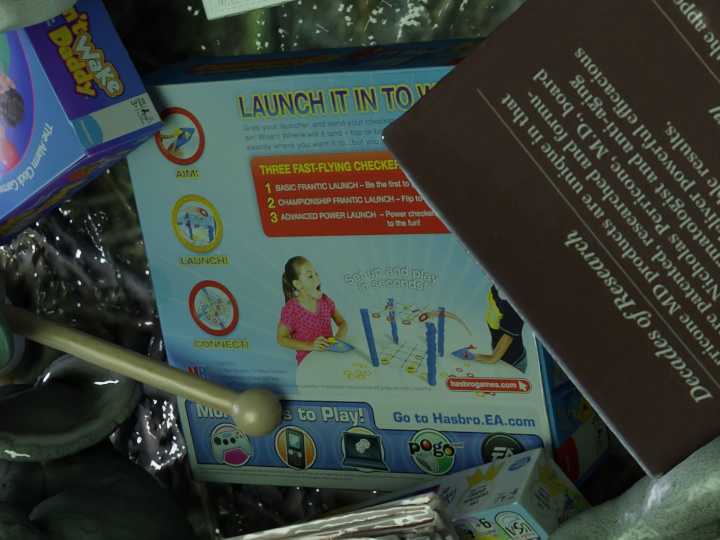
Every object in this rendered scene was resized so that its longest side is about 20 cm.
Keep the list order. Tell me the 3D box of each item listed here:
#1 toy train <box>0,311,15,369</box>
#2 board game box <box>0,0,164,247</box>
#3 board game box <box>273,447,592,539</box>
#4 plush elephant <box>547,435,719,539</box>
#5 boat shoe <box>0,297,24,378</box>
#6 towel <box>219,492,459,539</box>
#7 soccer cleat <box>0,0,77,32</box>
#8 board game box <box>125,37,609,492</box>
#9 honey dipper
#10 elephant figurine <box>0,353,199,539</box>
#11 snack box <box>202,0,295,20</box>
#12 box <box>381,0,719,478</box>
[{"bbox_3d":[-0.238,-0.002,0.955,0.114,0.085,0.200,-9,115,44],"label":"toy train"},{"bbox_3d":[-0.185,-0.086,1.003,0.200,0.045,0.134,-28,88,51],"label":"board game box"},{"bbox_3d":[0.042,0.159,0.971,0.200,0.034,0.134,-23,117,41],"label":"board game box"},{"bbox_3d":[0.199,0.121,0.816,0.165,0.155,0.200,29,114,-25],"label":"plush elephant"},{"bbox_3d":[-0.271,0.033,1.125,0.200,0.069,0.072,10,113,27],"label":"boat shoe"},{"bbox_3d":[-0.025,0.195,0.946,0.191,0.032,0.200,-14,124,12],"label":"towel"},{"bbox_3d":[-0.205,-0.124,0.889,0.200,0.086,0.070,-6,101,31],"label":"soccer cleat"},{"bbox_3d":[0.000,0.000,0.959,0.200,0.056,0.196,0,108,31],"label":"board game box"},{"bbox_3d":[-0.127,0.034,0.989,0.200,0.038,0.038,18,117,16],"label":"honey dipper"},{"bbox_3d":[-0.151,0.101,1.020,0.155,0.200,0.142,23,122,-27],"label":"elephant figurine"},{"bbox_3d":[0.017,-0.180,0.865,0.200,0.037,0.116,-10,104,19],"label":"snack box"},{"bbox_3d":[0.153,-0.064,0.776,0.164,0.166,0.200,51,125,3],"label":"box"}]
